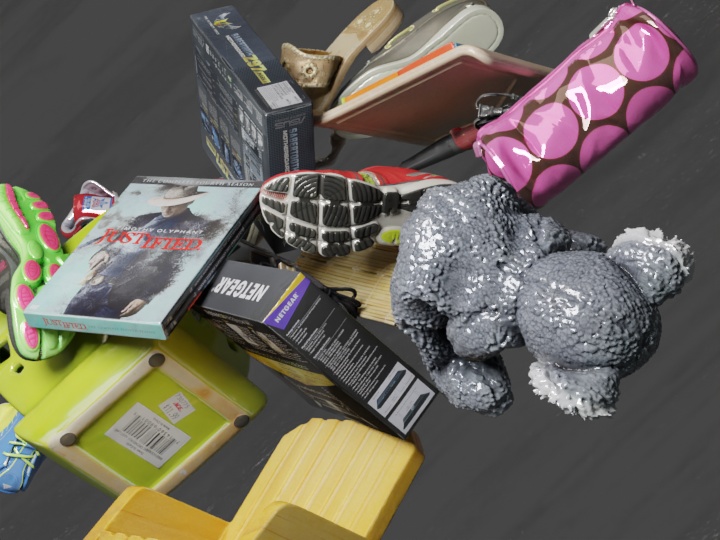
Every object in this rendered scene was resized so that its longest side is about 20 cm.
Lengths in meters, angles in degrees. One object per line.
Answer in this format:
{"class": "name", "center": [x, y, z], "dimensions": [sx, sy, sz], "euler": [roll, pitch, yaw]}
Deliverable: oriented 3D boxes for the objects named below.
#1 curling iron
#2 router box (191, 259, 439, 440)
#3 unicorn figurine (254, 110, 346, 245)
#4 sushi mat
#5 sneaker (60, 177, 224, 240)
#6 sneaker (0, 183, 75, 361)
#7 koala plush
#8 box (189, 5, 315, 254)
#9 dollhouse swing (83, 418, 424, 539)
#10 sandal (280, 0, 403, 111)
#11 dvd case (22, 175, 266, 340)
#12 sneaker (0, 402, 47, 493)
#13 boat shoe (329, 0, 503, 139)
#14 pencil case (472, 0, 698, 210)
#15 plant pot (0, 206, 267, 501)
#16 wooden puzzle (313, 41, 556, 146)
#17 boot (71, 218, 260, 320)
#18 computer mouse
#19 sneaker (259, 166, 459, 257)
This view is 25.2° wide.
{"class": "curling iron", "center": [0.090, -0.126, 1.499], "dimensions": [0.200, 0.050, 0.026], "euler": [-25, 60, 58]}
{"class": "router box", "center": [-0.044, 0.061, 1.332], "dimensions": [0.052, 0.157, 0.200], "euler": [-54, 22, -12]}
{"class": "unicorn figurine", "center": [-0.085, -0.125, 1.687], "dimensions": [0.137, 0.074, 0.200], "euler": [-48, 49, 13]}
{"class": "sushi mat", "center": [0.000, 0.000, 1.517], "dimensions": [0.200, 0.012, 0.096], "euler": [13, 65, 54]}
{"class": "sneaker", "center": [-0.241, -0.066, 1.776], "dimensions": [0.200, 0.112, 0.071], "euler": [-30, 36, 24]}
{"class": "sneaker", "center": [-0.304, 0.011, 1.450], "dimensions": [0.084, 0.077, 0.200], "euler": [-52, 40, 29]}
{"class": "koala plush", "center": [0.139, 0.026, 1.200], "dimensions": [0.200, 0.184, 0.177], "euler": [26, 75, 45]}
{"class": "box", "center": [-0.100, -0.135, 1.517], "dimensions": [0.051, 0.158, 0.200], "euler": [-16, 40, -18]}
{"class": "dollhouse swing", "center": [-0.080, 0.174, 1.289], "dimensions": [0.200, 0.182, 0.176], "euler": [-2, 63, 49]}
{"class": "sandal", "center": [-0.049, -0.211, 1.615], "dimensions": [0.212, 0.070, 0.078], "euler": [-49, 30, -12]}
{"class": "dvd case", "center": [-0.182, -0.015, 1.396], "dimensions": [0.146, 0.022, 0.200], "euler": [4, 39, 28]}
{"class": "sneaker", "center": [-0.333, 0.174, 1.659], "dimensions": [0.200, 0.076, 0.105], "euler": [-35, 41, 45]}
{"class": "boat shoe", "center": [0.052, -0.207, 1.635], "dimensions": [0.202, 0.072, 0.060], "euler": [-34, 33, 7]}
{"class": "pencil case", "center": [0.188, -0.141, 1.381], "dimensions": [0.200, 0.094, 0.091], "euler": [-42, 14, 5]}
{"class": "plant pot", "center": [-0.216, 0.098, 1.497], "dimensions": [0.199, 0.200, 0.182], "euler": [-41, 40, 8]}
{"class": "wooden puzzle", "center": [0.077, -0.162, 1.466], "dimensions": [0.200, 0.185, 0.037], "euler": [-17, 77, 35]}
{"class": "boot", "center": [-0.197, -0.029, 1.601], "dimensions": [0.204, 0.154, 0.073], "euler": [-58, 36, 18]}
{"class": "computer mouse", "center": [-0.094, 0.003, 1.504], "dimensions": [0.200, 0.110, 0.044], "euler": [24, 93, 53]}
{"class": "sneaker", "center": [-0.002, -0.060, 1.451], "dimensions": [0.085, 0.200, 0.077], "euler": [-133, 49, -60]}
